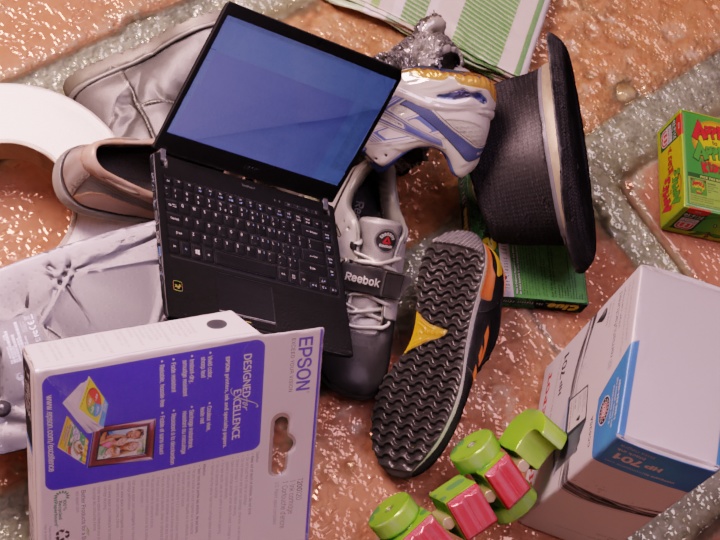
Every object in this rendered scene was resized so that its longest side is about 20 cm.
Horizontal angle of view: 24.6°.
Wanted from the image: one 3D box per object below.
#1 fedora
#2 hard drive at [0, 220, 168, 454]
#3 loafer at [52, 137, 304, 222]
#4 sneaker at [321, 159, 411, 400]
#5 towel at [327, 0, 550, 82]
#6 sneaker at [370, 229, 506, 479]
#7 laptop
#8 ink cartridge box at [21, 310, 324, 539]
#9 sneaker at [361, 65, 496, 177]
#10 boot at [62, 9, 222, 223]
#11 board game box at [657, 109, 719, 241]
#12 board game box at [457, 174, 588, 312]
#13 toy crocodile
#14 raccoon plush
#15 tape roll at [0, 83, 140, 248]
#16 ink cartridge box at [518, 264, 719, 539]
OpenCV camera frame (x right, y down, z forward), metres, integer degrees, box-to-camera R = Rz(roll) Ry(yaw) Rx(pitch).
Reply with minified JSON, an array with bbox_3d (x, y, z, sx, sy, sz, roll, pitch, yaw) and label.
[{"bbox_3d":[0.136,-0.092,1.353,0.091,0.201,0.201,-8,64,11],"label":"fedora"},{"bbox_3d":[-0.189,0.048,1.167,0.200,0.042,0.135,-19,74,-11],"label":"hard drive"},{"bbox_3d":[-0.123,-0.066,1.217,0.200,0.063,0.072,2,74,-30],"label":"loafer"},{"bbox_3d":[0.000,0.000,1.304,0.074,0.089,0.200,7,64,-18],"label":"sneaker"},{"bbox_3d":[0.075,-0.261,1.497,0.200,0.023,0.153,24,59,-6],"label":"towel"},{"bbox_3d":[0.074,0.074,1.304,0.090,0.070,0.200,32,71,-53],"label":"sneaker"},{"bbox_3d":[-0.050,-0.058,1.174,0.177,0.103,0.200,15,58,-42],"label":"laptop"},{"bbox_3d":[-0.129,0.124,1.135,0.200,0.198,0.043,-7,34,-20],"label":"ink cartridge box"},{"bbox_3d":[0.003,-0.121,1.282,0.200,0.075,0.088,10,101,3],"label":"sneaker"},{"bbox_3d":[-0.128,-0.089,1.297,0.182,0.073,0.200,-27,67,-1],"label":"boot"},{"bbox_3d":[0.370,-0.072,1.495,0.200,0.048,0.102,11,61,-15],"label":"board game box"},{"bbox_3d":[0.136,-0.062,1.420,0.105,0.023,0.200,7,63,-18],"label":"board game box"},{"bbox_3d":[0.072,0.180,1.231,0.200,0.062,0.068,-38,103,-11],"label":"toy crocodile"},{"bbox_3d":[-0.003,-0.168,1.388,0.200,0.097,0.134,19,52,-10],"label":"raccoon plush"},{"bbox_3d":[-0.264,-0.041,1.230,0.202,0.037,0.203,2,72,-6],"label":"tape roll"},{"bbox_3d":[0.201,0.110,1.256,0.086,0.200,0.147,19,60,-9],"label":"ink cartridge box"}]
